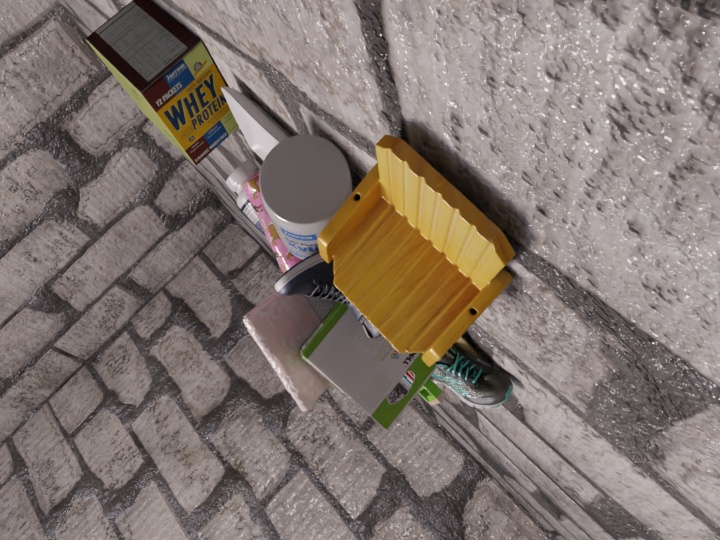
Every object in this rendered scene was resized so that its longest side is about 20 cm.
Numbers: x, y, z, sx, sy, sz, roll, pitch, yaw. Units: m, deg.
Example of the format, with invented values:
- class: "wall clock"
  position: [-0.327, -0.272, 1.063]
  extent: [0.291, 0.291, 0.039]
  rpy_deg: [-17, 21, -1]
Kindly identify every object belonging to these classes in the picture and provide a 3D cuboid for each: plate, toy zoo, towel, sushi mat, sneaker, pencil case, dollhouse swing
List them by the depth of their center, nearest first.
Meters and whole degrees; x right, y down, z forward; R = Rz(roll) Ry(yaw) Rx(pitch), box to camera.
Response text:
- class: "dollhouse swing"
  position: [0.045, -0.009, 0.572]
  extent: [0.200, 0.182, 0.175]
  rpy_deg: [44, -169, 10]
- class: "sneaker"
  position: [-0.024, 0.043, 0.828]
  extent: [0.077, 0.199, 0.149]
  rpy_deg: [-44, 67, 51]
- class: "sushi mat"
  position: [0.126, 0.095, 0.926]
  extent: [0.095, 0.012, 0.200]
  rpy_deg: [10, 153, 51]
- class: "sneaker"
  position: [0.170, 0.175, 0.932]
  extent: [0.197, 0.079, 0.092]
  rpy_deg: [14, 153, 43]
- class: "plate"
  position: [-0.147, -0.215, 0.938]
  extent: [0.199, 0.032, 0.200]
  rpy_deg: [43, 170, 15]
- class: "pencil case"
  position: [-0.136, -0.085, 0.940]
  extent: [0.204, 0.081, 0.086]
  rpy_deg: [65, 169, -10]
- class: "towel"
  position: [-0.097, 0.118, 0.981]
  extent: [0.032, 0.191, 0.203]
  rpy_deg: [-21, 105, 48]
- class: "toy zoo"
  position: [0.079, 0.182, 1.034]
  extent: [0.200, 0.020, 0.132]
  rpy_deg: [43, 168, 11]

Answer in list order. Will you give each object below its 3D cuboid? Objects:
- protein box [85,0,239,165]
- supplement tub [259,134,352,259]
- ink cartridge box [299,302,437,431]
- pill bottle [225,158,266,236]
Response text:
- class: "protein box"
  position: [-0.352, -0.348, 0.982]
  extent: [0.200, 0.135, 0.199]
  rpy_deg: [42, 169, 24]
- class: "supplement tub"
  position: [-0.074, -0.099, 0.798]
  extent: [0.132, 0.132, 0.200]
  rpy_deg: [44, 172, 9]
- class: "ink cartridge box"
  position: [0.012, 0.153, 0.928]
  extent: [0.200, 0.148, 0.076]
  rpy_deg: [43, 172, -7]
- class: "pill bottle"
  position: [-0.223, -0.160, 1.262]
  extent: [0.201, 0.111, 0.111]
  rpy_deg: [48, 170, -7]
